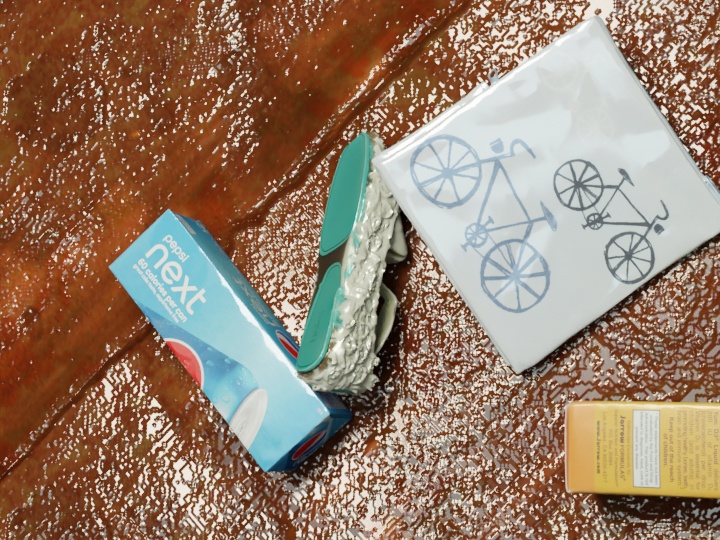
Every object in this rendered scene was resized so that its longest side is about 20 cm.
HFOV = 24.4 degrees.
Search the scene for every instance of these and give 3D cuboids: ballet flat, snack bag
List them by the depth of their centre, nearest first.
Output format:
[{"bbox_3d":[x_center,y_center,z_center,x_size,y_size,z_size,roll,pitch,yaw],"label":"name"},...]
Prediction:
[{"bbox_3d":[0.138,-0.058,1.189,0.199,0.021,0.189,-35,91,8],"label":"snack bag"},{"bbox_3d":[0.000,0.000,1.220,0.071,0.072,0.202,6,69,17],"label":"ballet flat"}]

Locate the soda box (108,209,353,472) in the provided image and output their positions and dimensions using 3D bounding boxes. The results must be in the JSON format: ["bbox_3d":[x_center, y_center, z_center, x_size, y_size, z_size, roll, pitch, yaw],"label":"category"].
[{"bbox_3d":[-0.097,0.053,1.245,0.068,0.064,0.200,-42,74,8],"label":"soda box"}]

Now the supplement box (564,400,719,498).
[{"bbox_3d":[0.241,0.122,1.122,0.198,0.066,0.070,-3,84,26],"label":"supplement box"}]
